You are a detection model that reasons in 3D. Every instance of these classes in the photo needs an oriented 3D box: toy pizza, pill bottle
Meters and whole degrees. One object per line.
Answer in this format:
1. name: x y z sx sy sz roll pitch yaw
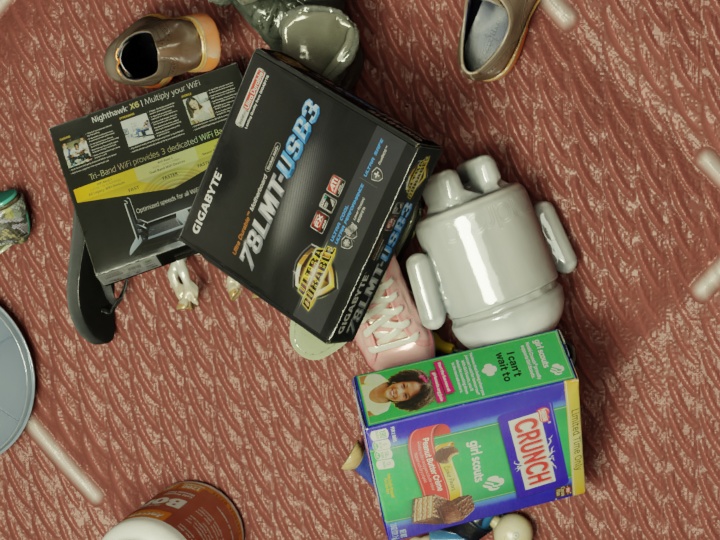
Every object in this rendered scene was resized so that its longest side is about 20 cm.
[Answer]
1. toy pizza: -0.436 0.111 1.860 0.199 0.032 0.202 3 101 16
2. pill bottle: -0.199 0.290 1.730 0.111 0.200 0.113 3 100 15

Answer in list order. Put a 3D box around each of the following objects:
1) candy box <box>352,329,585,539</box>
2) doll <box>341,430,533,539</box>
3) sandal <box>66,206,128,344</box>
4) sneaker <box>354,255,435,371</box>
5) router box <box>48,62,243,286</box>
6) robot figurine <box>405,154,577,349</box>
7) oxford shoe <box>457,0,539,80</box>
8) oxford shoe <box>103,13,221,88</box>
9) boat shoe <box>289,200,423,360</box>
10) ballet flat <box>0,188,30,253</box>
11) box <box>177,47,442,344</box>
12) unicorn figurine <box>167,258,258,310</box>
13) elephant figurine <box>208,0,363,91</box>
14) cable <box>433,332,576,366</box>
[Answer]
1. candy box: 0.105 0.155 1.610 0.198 0.077 0.170 -14 134 -3
2. doll: 0.081 0.220 1.715 0.199 0.048 0.137 30 97 3
3. sandal: -0.264 -0.021 1.762 0.043 0.076 0.202 5 100 19
4. sneaker: 0.009 0.024 1.612 0.075 0.105 0.202 -17 95 15
5. router box: -0.185 -0.094 1.688 0.199 0.052 0.158 -19 79 -3
6. robot figurine: 0.123 -0.005 1.631 0.169 0.113 0.201 -23 93 -14
7. oxford shoe: 0.139 -0.270 1.596 0.071 0.073 0.202 17 103 13
8. oxford shoe: -0.212 -0.212 1.674 0.199 0.072 0.072 -5 98 58
9. boat shoe: 0.000 0.000 1.696 0.072 0.061 0.202 35 107 9
10. ballet flat: -0.434 -0.032 1.820 0.199 0.072 0.073 -11 96 19
11. box: -0.050 -0.068 1.555 0.198 0.050 0.201 33 107 27
12. unicorn figurine: -0.167 -0.032 1.743 0.198 0.074 0.139 -9 87 3
13. elephant figurine: -0.054 -0.207 1.647 0.155 0.141 0.201 -26 88 39
14. cable: 0.107 0.100 1.677 0.198 0.050 0.098 0 67 21
